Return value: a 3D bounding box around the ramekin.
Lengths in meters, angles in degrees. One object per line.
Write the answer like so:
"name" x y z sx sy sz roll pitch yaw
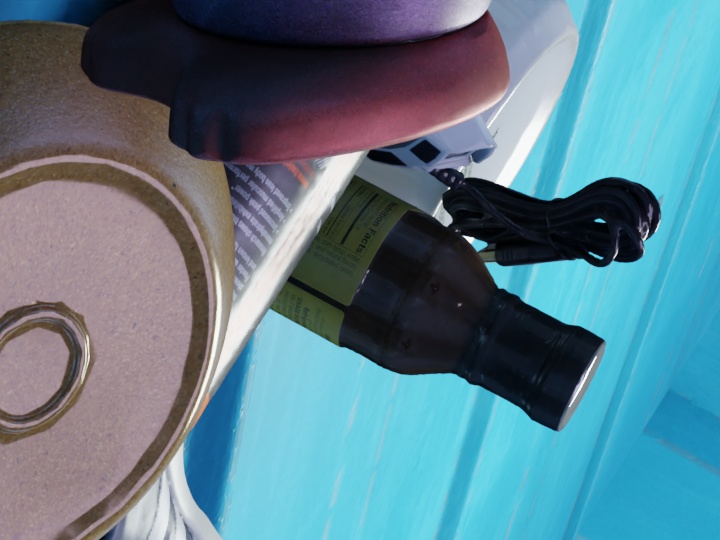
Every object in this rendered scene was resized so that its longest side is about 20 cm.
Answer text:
"ramekin" 0.016 -0.063 1.296 0.203 0.094 0.202 -56 171 -14

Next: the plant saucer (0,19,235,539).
"plant saucer" -0.110 0.024 0.907 0.199 0.035 0.201 -20 124 -33

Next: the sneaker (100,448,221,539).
"sneaker" -0.105 0.112 1.171 0.085 0.075 0.201 -46 135 -36

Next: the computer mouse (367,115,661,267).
"computer mouse" 0.020 -0.069 1.140 0.109 0.200 0.044 1 -124 59

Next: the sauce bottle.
"sauce bottle" 0.000 0.000 1.157 0.065 0.199 0.065 -57 170 -16

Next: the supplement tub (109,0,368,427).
"supplement tub" -0.080 -0.009 1.029 0.201 0.107 0.107 -58 167 -19

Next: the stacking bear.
"stacking bear" -0.013 -0.145 0.799 0.113 0.121 0.201 -9 110 -22
